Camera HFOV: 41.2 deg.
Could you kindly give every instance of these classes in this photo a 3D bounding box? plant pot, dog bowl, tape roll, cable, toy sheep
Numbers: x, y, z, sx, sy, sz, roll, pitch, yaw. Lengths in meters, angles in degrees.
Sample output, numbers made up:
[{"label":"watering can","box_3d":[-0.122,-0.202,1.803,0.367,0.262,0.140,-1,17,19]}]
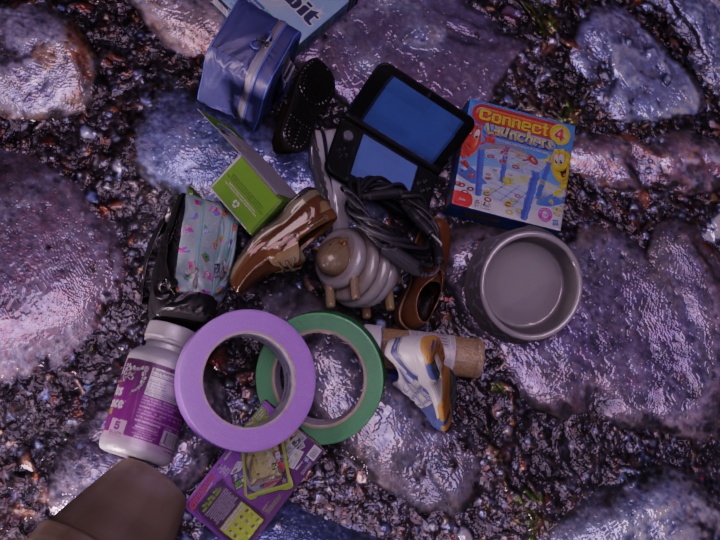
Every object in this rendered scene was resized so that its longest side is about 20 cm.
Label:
[{"label":"plant pot","box_3d":[-0.338,0.370,1.349,0.199,0.200,0.174,34,56,0]},{"label":"dog bowl","box_3d":[0.273,0.024,1.572,0.197,0.059,0.203,0,90,-7]},{"label":"tape roll","box_3d":[-0.167,0.160,1.388,0.197,0.066,0.203,3,81,-17]},{"label":"cable","box_3d":[0.054,-0.086,1.495,0.199,0.051,0.164,33,41,-17]},{"label":"tape roll","box_3d":[-0.061,0.163,1.473,0.198,0.048,0.203,0,92,6]},{"label":"toy sheep","box_3d":[0.000,0.000,1.514,0.137,0.199,0.140,-11,70,33]}]

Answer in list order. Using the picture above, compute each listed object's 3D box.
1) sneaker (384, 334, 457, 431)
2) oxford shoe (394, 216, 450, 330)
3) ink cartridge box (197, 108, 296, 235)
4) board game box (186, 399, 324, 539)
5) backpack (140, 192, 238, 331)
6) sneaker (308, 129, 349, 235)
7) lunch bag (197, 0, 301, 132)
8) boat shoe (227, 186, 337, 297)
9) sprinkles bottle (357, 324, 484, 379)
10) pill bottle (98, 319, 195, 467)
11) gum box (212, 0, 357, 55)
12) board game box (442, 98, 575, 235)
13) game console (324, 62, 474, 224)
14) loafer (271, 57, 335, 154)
[{"label":"sneaker","box_3d":[0.094,0.170,1.490,0.087,0.201,0.076,2,42,23]},{"label":"oxford shoe","box_3d":[0.117,0.003,1.563,0.071,0.071,0.202,22,72,-23]},{"label":"ink cartridge box","box_3d":[-0.187,-0.148,1.511,0.076,0.148,0.200,-45,78,9]},{"label":"board game box","box_3d":[-0.160,0.310,1.439,0.120,0.032,0.201,39,88,-1]},{"label":"backpack","box_3d":[-0.259,-0.015,1.478,0.125,0.166,0.203,16,69,-25]},{"label":"sneaker","box_3d":[-0.032,-0.140,1.584,0.080,0.076,0.203,-3,78,-21]},{"label":"lunch bag","box_3d":[-0.170,-0.327,1.539,0.131,0.200,0.137,28,67,-4]},{"label":"boat shoe","box_3d":[-0.115,-0.036,1.445,0.074,0.076,0.200,41,83,12]},{"label":"sprinkles bottle","box_3d":[0.097,0.131,1.534,0.197,0.068,0.069,7,74,-8]},{"label":"pill bottle","box_3d":[-0.307,0.182,1.428,0.111,0.112,0.202,17,73,-5]},{"label":"gum box","box_3d":[-0.128,-0.475,1.665,0.170,0.045,0.200,45,74,4]},{"label":"board game box","box_3d":[0.257,-0.174,1.648,0.197,0.056,0.198,13,74,-6]},{"label":"game console","box_3d":[0.066,-0.203,1.561,0.199,0.118,0.172,28,59,-19]},{"label":"loafer","box_3d":[-0.106,-0.275,1.603,0.073,0.071,0.201,41,53,-27]}]
